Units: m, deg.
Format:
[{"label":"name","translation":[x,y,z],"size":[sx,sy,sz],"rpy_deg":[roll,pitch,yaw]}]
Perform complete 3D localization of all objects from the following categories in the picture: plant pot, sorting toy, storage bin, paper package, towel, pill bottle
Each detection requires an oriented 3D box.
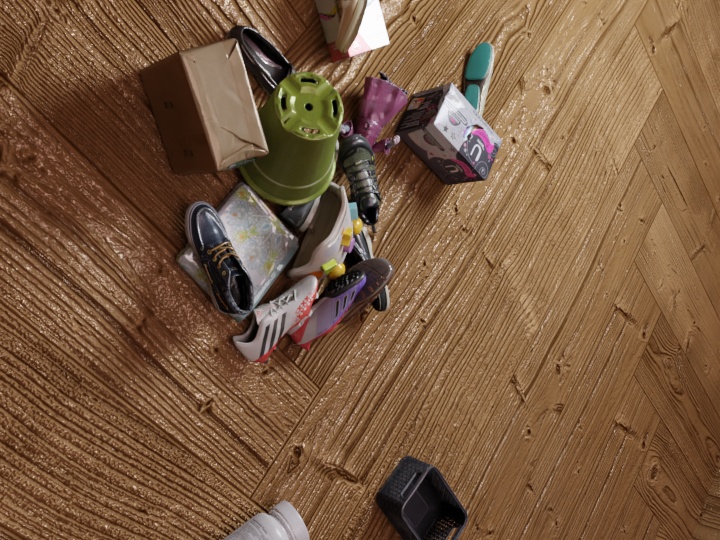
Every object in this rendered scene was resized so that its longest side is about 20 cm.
[{"label":"plant pot","translation":[-0.112,-0.244,1.177],"size":[0.194,0.190,0.206],"rpy_deg":[5,73,-17]},{"label":"sorting toy","translation":[-0.056,-0.075,1.264],"size":[0.104,0.180,0.205],"rpy_deg":[22,78,0]},{"label":"storage bin","translation":[0.142,0.542,1.521],"size":[0.135,0.093,0.202],"rpy_deg":[-46,117,-26]},{"label":"paper package","translation":[-0.258,-0.260,1.097],"size":[0.102,0.198,0.196],"rpy_deg":[-26,109,-32]},{"label":"towel","translation":[-0.221,-0.036,1.236],"size":[0.172,0.048,0.202],"rpy_deg":[47,65,-26]},{"label":"pill bottle","translation":[-0.198,0.528,1.241],"size":[0.197,0.112,0.116],"rpy_deg":[-28,109,-33]}]

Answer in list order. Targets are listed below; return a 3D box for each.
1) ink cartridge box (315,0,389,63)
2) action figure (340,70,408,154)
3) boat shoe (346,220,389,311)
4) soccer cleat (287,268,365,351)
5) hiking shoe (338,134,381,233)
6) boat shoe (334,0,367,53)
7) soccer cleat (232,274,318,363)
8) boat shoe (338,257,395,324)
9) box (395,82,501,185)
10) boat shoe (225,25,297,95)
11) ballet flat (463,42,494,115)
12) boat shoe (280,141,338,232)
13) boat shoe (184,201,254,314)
[{"label":"ink cartridge box","translation":[-0.025,-0.539,1.345],"size":[0.115,0.067,0.205],"rpy_deg":[-28,109,-32]},{"label":"action figure","translation":[0.012,-0.304,1.387],"size":[0.131,0.149,0.204],"rpy_deg":[25,97,-16]},{"label":"boat shoe","translation":[0.001,0.000,1.393],"size":[0.065,0.074,0.205],"rpy_deg":[-26,107,-31]},{"label":"soccer cleat","translation":[-0.057,0.076,1.302],"size":[0.198,0.068,0.074],"rpy_deg":[-38,106,12]},{"label":"hiking shoe","translation":[0.011,-0.174,1.330],"size":[0.074,0.102,0.203],"rpy_deg":[-22,136,-6]},{"label":"boat shoe","translation":[-0.019,-0.521,1.277],"size":[0.063,0.071,0.205],"rpy_deg":[18,93,0]},{"label":"soccer cleat","translation":[-0.157,0.082,1.254],"size":[0.201,0.069,0.085],"rpy_deg":[-50,126,0]},{"label":"boat shoe","translation":[-0.005,0.043,1.343],"size":[0.071,0.198,0.077],"rpy_deg":[9,50,-56]},{"label":"box","translation":[0.200,-0.297,1.494],"size":[0.199,0.131,0.117],"rpy_deg":[37,69,-32]},{"label":"boat shoe","translation":[-0.166,-0.379,1.251],"size":[0.198,0.056,0.068],"rpy_deg":[36,71,-33]},{"label":"ballet flat","translation":[0.279,-0.441,1.604],"size":[0.062,0.066,0.206],"rpy_deg":[24,80,-64]},{"label":"boat shoe","translation":[-0.098,-0.178,1.306],"size":[0.061,0.073,0.205],"rpy_deg":[25,74,-18]},{"label":"boat shoe","translation":[-0.234,-0.022,1.142],"size":[0.070,0.090,0.206],"rpy_deg":[-25,106,-32]}]
